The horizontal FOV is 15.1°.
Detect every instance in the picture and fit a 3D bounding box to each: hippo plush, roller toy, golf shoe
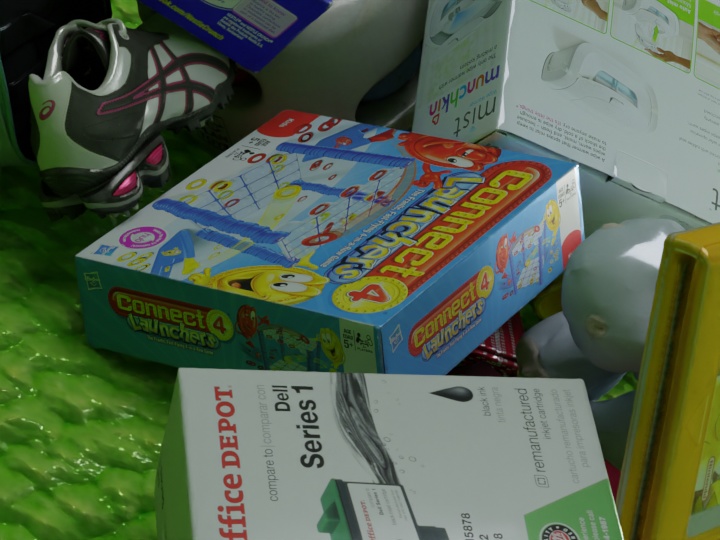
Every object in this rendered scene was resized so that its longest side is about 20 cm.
[{"bbox_3d":[0.172,0.053,1.425,0.200,0.160,0.161,17,-11,13],"label":"hippo plush"},{"bbox_3d":[-0.042,-0.157,1.679,0.199,0.140,0.183,-12,47,4],"label":"roller toy"},{"bbox_3d":[-0.125,-0.109,1.499,0.077,0.088,0.200,-6,29,20],"label":"golf shoe"}]

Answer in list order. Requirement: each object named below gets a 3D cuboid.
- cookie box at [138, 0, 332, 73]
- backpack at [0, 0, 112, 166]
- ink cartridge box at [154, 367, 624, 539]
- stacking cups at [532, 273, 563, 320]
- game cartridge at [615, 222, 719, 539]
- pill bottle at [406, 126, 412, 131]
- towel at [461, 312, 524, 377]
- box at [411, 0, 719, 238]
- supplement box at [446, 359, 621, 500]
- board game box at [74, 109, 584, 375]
[{"bbox_3d":[-0.100,-0.239,1.549,0.171,0.075,0.200,31,38,-31],"label":"cookie box"},{"bbox_3d":[-0.226,-0.152,1.539,0.153,0.176,0.200,-2,34,3],"label":"backpack"},{"bbox_3d":[0.011,0.123,1.244,0.199,0.084,0.146,2,41,-11],"label":"ink cartridge box"},{"bbox_3d":[0.124,-0.066,1.677,0.060,0.061,0.200,9,58,-25],"label":"stacking cups"},{"bbox_3d":[0.205,0.055,1.343,0.032,0.177,0.200,25,25,39],"label":"game cartridge"},{"bbox_3d":[0.093,-0.114,1.782,0.200,0.112,0.112,26,27,8],"label":"pill bottle"},{"bbox_3d":[0.000,0.000,1.601,0.200,0.023,0.145,18,25,-12],"label":"towel"},{"bbox_3d":[0.141,-0.107,1.587,0.200,0.097,0.177,22,62,-29],"label":"box"},{"bbox_3d":[0.088,0.131,1.379,0.109,0.061,0.200,-12,42,-47],"label":"supplement box"},{"bbox_3d":[-0.014,-0.009,1.446,0.195,0.056,0.200,12,33,32],"label":"board game box"}]
